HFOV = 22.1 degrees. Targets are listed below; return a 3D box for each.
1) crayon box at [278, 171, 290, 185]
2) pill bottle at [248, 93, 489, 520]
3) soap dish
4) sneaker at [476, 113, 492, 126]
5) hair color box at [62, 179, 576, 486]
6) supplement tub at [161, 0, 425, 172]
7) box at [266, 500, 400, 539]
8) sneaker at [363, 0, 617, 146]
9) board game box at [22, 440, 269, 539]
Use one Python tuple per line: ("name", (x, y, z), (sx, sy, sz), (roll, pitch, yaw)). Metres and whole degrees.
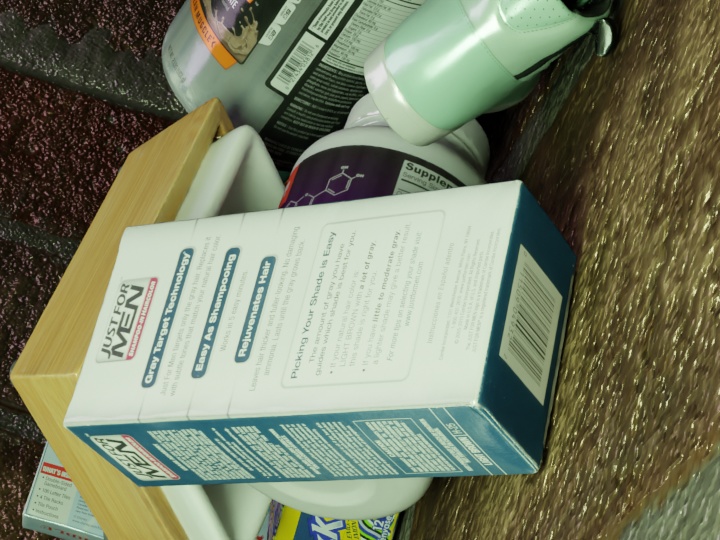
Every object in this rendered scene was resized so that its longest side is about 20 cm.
("crayon box", (-0.004, -0.129, 1.188), (0.200, 0.058, 0.173), (-44, 3, -2))
("pill bottle", (0.003, 0.011, 0.892), (0.113, 0.111, 0.201), (116, 173, -55))
("soap dish", (-0.089, 0.038, 0.927), (0.201, 0.080, 0.158), (-69, -35, -44))
("sneaker", (0.044, -0.093, 1.101), (0.105, 0.059, 0.201), (-88, 13, -56))
("hair color box", (-0.017, 0.029, 0.757), (0.061, 0.198, 0.101), (47, -132, -45))
("supplement tub", (-0.013, -0.160, 1.000), (0.200, 0.122, 0.123), (-51, 18, 33))
("box", (-0.014, 0.104, 1.051), (0.200, 0.064, 0.071), (-87, 12, -68))
("sneaker", (0.087, -0.128, 0.869), (0.118, 0.074, 0.200), (-31, 9, 30))
("board game box", (-0.098, 0.098, 1.210), (0.041, 0.198, 0.202), (123, 164, -68))
